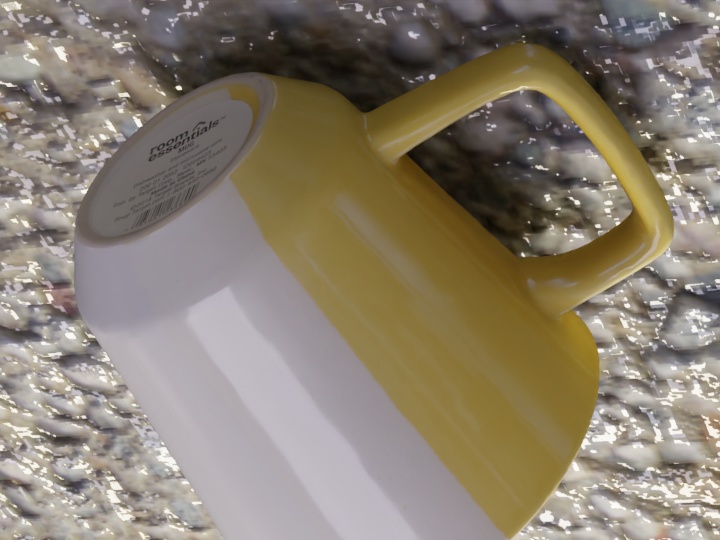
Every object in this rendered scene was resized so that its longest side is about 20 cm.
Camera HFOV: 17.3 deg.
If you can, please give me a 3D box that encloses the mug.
[{"bbox_3d":[-0.007,0.002,0.818,0.153,0.187,0.149,50,163,-27],"label":"mug"}]
